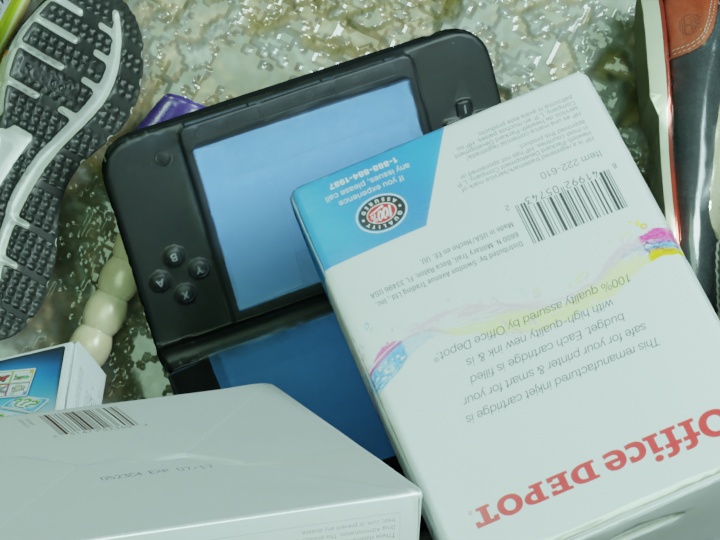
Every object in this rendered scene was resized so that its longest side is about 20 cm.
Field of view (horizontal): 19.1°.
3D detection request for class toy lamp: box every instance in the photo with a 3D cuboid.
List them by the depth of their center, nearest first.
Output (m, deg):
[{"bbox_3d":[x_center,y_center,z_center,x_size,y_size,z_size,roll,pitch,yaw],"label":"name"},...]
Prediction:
[{"bbox_3d":[-0.121,0.009,1.066,0.058,0.058,0.201,21,86,4],"label":"toy lamp"}]

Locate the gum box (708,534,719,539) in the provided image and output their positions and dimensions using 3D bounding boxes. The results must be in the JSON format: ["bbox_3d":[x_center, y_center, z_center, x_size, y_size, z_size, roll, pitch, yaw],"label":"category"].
[{"bbox_3d":[0.209,0.066,0.991,0.066,0.114,0.201,12,71,21],"label":"gum box"}]

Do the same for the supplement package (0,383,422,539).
[{"bbox_3d":[-0.095,0.170,0.875,0.191,0.147,0.201,-5,107,-27],"label":"supplement package"}]

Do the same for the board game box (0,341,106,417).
[{"bbox_3d":[-0.220,0.111,1.009,0.199,0.035,0.127,-13,49,20],"label":"board game box"}]

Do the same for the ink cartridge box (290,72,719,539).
[{"bbox_3d":[0.074,0.036,0.923,0.144,0.085,0.200,-22,61,-3],"label":"ink cartridge box"}]

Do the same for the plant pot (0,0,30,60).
[{"bbox_3d":[-0.244,-0.176,1.026,0.181,0.199,0.200,25,85,-2],"label":"plant pot"}]

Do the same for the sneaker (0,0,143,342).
[{"bbox_3d":[-0.176,-0.059,1.068,0.074,0.080,0.200,37,66,-32],"label":"sneaker"}]

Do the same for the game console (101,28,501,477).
[{"bbox_3d":[0.000,0.000,1.010,0.199,0.118,0.171,-19,110,-11],"label":"game console"}]

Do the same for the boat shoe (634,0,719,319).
[{"bbox_3d":[0.173,-0.043,1.056,0.062,0.071,0.201,-2,80,-1],"label":"boat shoe"}]

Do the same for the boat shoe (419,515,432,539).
[{"bbox_3d":[0.098,0.156,1.037,0.199,0.068,0.072,7,83,-1],"label":"boat shoe"}]
